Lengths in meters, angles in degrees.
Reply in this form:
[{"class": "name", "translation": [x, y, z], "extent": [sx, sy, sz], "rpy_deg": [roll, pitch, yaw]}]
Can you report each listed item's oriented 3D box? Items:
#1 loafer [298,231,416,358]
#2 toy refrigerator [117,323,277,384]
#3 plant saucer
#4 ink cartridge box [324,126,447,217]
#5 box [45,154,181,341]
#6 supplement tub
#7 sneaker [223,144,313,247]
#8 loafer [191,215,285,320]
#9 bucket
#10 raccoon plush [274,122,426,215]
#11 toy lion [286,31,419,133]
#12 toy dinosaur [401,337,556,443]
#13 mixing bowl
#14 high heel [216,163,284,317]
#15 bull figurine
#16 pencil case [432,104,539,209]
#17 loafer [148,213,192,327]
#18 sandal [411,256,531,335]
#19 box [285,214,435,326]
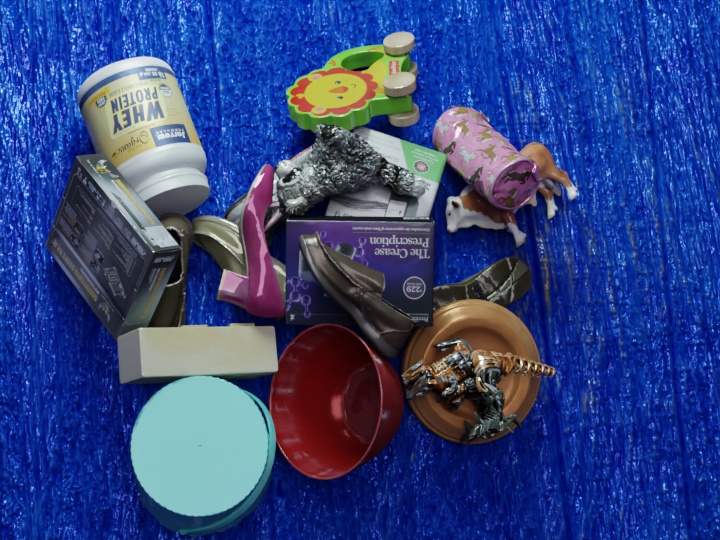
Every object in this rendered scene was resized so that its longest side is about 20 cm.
[{"class": "loafer", "translation": [-0.002, 0.020, 1.500], "extent": [0.071, 0.073, 0.200], "rpy_deg": [-41, 104, 3]}, {"class": "toy refrigerator", "translation": [-0.214, 0.108, 1.546], "extent": [0.198, 0.076, 0.071], "rpy_deg": [1, 78, -34]}, {"class": "plant saucer", "translation": [0.156, 0.142, 1.614], "extent": [0.197, 0.037, 0.203], "rpy_deg": [0, 91, -6]}, {"class": "ink cartridge box", "translation": [0.027, -0.084, 1.669], "extent": [0.144, 0.084, 0.202], "rpy_deg": [18, 73, 0]}, {"class": "box", "translation": [-0.332, -0.031, 1.552], "extent": [0.048, 0.159, 0.200], "rpy_deg": [-11, 48, -46]}, {"class": "supplement tub", "translation": [-0.299, -0.179, 1.630], "extent": [0.143, 0.145, 0.202], "rpy_deg": [-20, 77, -12]}, {"class": "sneaker", "translation": [-0.101, -0.106, 1.678], "extent": [0.200, 0.080, 0.087], "rpy_deg": [-40, 101, -14]}, {"class": "loafer", "translation": [-0.162, -0.003, 1.629], "extent": [0.199, 0.076, 0.069], "rpy_deg": [34, 67, 4]}, {"class": "bucket", "translation": [-0.206, 0.238, 1.523], "extent": [0.204, 0.135, 0.210], "rpy_deg": [2, 74, -6]}, {"class": "raccoon plush", "translation": [-0.020, -0.109, 1.585], "extent": [0.198, 0.097, 0.135], "rpy_deg": [25, 80, 4]}, {"class": "toy lion", "translation": [-0.012, -0.266, 1.694], "extent": [0.189, 0.069, 0.201], "rpy_deg": [-5, 38, 6]}, {"class": "toy dinosaur", "translation": [0.159, 0.153, 1.555], "extent": [0.198, 0.102, 0.137], "rpy_deg": [-14, 75, 15]}, {"class": "mixing bowl", "translation": [-0.015, 0.175, 1.554], "extent": [0.108, 0.199, 0.203], "rpy_deg": [10, 66, -48]}, {"class": "high heel", "translation": [-0.123, -0.039, 1.575], "extent": [0.095, 0.067, 0.202], "rpy_deg": [17, 75, -5]}, {"class": "bull figurine", "translation": [0.219, -0.104, 1.708], "extent": [0.199, 0.065, 0.122], "rpy_deg": [-39, 85, -13]}, {"class": "pencil case", "translation": [0.178, -0.162, 1.660], "extent": [0.082, 0.087, 0.200], "rpy_deg": [11, 26, -31]}, {"class": "loafer", "translation": [-0.273, 0.023, 1.582], "extent": [0.072, 0.071, 0.203], "rpy_deg": [6, 94, -3]}, {"class": "sandal", "translation": [0.150, 0.041, 1.661], "extent": [0.199, 0.055, 0.082], "rpy_deg": [-29, 93, -12]}, {"class": "box", "translation": [0.000, 0.000, 1.567], "extent": [0.197, 0.079, 0.143], "rpy_deg": [0, 99, 1]}]
